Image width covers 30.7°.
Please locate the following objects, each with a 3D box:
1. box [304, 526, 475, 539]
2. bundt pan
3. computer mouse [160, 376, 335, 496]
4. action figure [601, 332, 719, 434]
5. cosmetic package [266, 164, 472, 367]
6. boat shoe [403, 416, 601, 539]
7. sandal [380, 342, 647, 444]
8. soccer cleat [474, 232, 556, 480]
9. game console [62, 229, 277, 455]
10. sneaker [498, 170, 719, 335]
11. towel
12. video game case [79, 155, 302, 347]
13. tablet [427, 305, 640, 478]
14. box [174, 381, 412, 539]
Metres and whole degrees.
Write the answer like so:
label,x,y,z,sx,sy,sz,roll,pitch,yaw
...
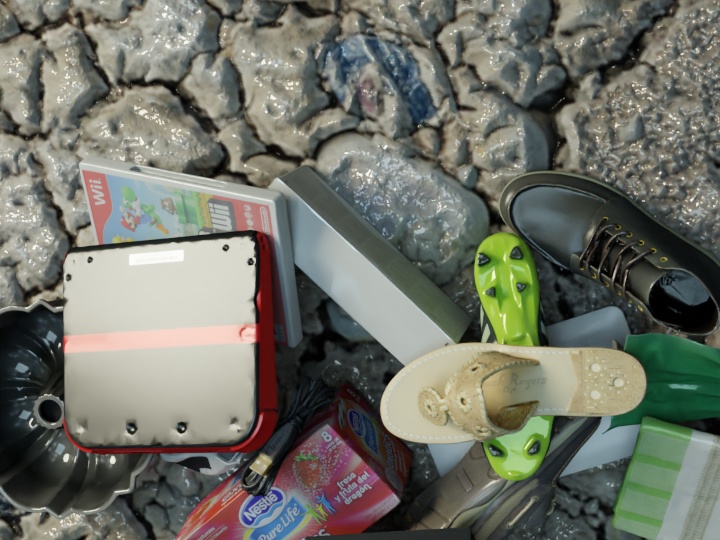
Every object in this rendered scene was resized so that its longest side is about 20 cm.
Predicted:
label,x,y,z,sx,sy,sz,roll,pitch,yaw
box,0.044,0.295,1.096,0.141,0.079,0.200,-8,141,12
bundt pan,-0.264,0.117,1.187,0.202,0.076,0.202,3,102,13
computer mouse,-0.104,0.143,1.129,0.044,0.110,0.200,42,153,-25
action figure,0.299,0.084,1.051,0.200,0.055,0.118,1,138,-4
cosmetic package,0.000,0.000,1.100,0.200,0.083,0.051,43,107,2
boat shoe,0.127,0.179,1.109,0.200,0.075,0.073,-41,119,10
sandal,0.108,0.090,0.992,0.212,0.070,0.078,-7,84,15
soccer cleat,0.128,0.069,1.068,0.067,0.081,0.200,-4,83,16
game console,-0.160,0.062,1.076,0.200,0.031,0.177,-5,82,25
sneaker,0.200,-0.019,1.038,0.200,0.106,0.075,25,106,7
towel,0.314,0.187,1.064,0.200,0.031,0.149,16,136,11
video game case,-0.144,-0.017,1.111,0.200,0.017,0.143,12,126,27
tablet,0.150,0.119,1.126,0.200,0.014,0.130,-20,97,16
box,-0.060,0.204,1.142,0.200,0.100,0.095,-41,97,17
